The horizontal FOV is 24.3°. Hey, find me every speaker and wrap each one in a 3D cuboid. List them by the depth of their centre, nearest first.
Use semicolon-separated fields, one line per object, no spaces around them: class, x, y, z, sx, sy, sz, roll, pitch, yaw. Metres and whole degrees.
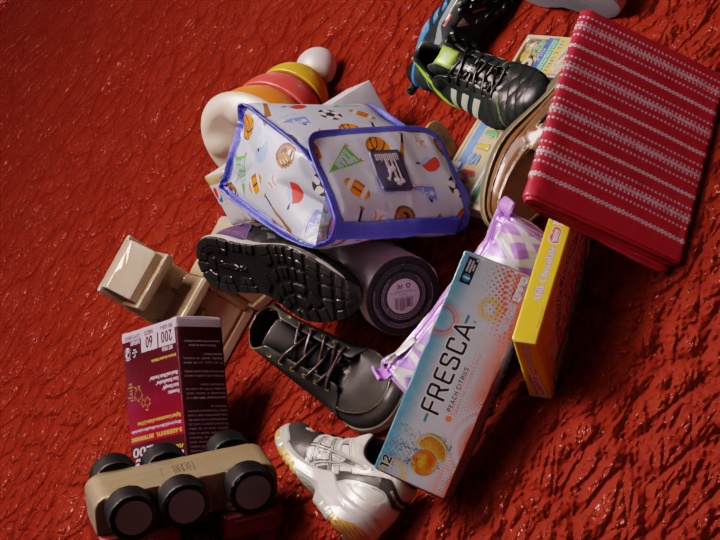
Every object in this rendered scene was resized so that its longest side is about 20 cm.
speaker;0.000;0.000;1.669;0.081;0.081;0.200;-56;29;-2

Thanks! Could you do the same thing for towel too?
towel;0.221;-0.109;1.393;0.022;0.144;0.200;-47;21;62

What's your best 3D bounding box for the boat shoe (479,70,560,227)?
boat shoe;0.181;-0.120;1.527;0.200;0.072;0.068;-59;28;-5

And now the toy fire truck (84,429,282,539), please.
toy fire truck;-0.159;0.277;1.585;0.129;0.176;0.200;-137;41;-61

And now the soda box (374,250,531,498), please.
soda box;0.083;0.088;1.407;0.200;0.068;0.064;-67;-13;0

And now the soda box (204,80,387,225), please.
soda box;-0.064;-0.126;1.798;0.200;0.064;0.068;-34;10;-20

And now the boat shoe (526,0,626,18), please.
boat shoe;0.215;-0.299;1.677;0.066;0.070;0.200;-58;21;-2

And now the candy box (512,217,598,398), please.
candy box;0.170;-0.003;1.400;0.026;0.102;0.200;9;63;22

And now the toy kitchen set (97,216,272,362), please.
toy kitchen set;-0.165;0.030;1.802;0.180;0.163;0.200;10;69;59

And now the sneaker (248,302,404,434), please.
sneaker;-0.035;0.093;1.596;0.075;0.106;0.200;-60;29;-9

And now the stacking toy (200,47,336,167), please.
stacking toy;-0.083;-0.197;1.995;0.146;0.146;0.200;-20;25;47

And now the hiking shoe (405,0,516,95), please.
hiking shoe;0.108;-0.282;1.805;0.087;0.074;0.200;14;72;59

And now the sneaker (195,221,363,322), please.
sneaker;-0.063;-0.013;1.628;0.200;0.076;0.088;19;36;38

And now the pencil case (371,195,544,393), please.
pencil case;0.096;0.036;1.480;0.200;0.085;0.084;-53;24;3

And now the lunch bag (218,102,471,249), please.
lunch bag;-0.011;-0.088;1.620;0.200;0.170;0.124;41;126;46

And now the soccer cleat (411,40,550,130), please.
soccer cleat;0.114;-0.185;1.634;0.068;0.081;0.200;-57;29;-4

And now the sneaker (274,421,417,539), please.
sneaker;-0.010;0.182;1.522;0.088;0.076;0.200;-41;31;-5

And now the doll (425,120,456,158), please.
doll;0.021;-0.106;1.781;0.200;0.048;0.137;-16;38;53

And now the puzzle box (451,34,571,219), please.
puzzle box;0.158;-0.139;1.633;0.200;0.025;0.133;-59;29;-7

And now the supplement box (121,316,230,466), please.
supplement box;-0.188;0.155;1.728;0.109;0.061;0.201;-18;74;49
